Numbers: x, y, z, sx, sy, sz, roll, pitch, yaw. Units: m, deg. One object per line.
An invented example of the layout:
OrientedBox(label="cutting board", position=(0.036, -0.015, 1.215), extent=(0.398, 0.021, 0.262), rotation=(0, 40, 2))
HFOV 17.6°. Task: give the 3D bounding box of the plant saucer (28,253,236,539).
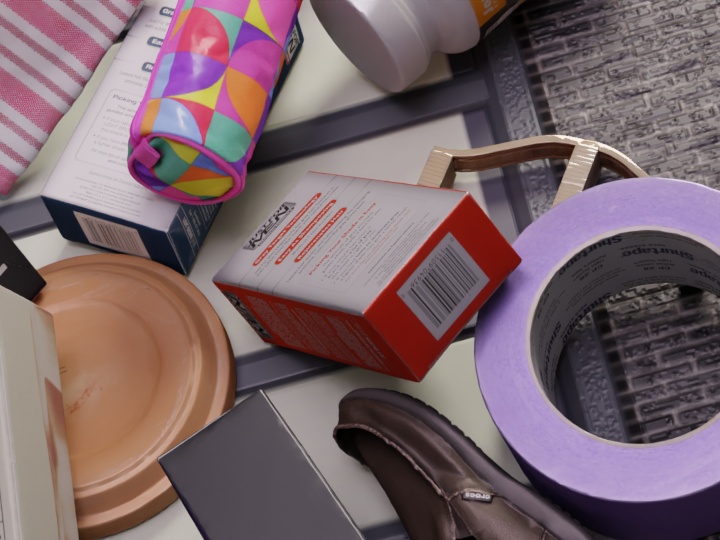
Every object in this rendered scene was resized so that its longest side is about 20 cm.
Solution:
OrientedBox(label="plant saucer", position=(-0.179, 0.075, 1.492), extent=(0.199, 0.032, 0.202), rotation=(-6, 58, 10))

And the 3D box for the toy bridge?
OrientedBox(label="toy bridge", position=(0.138, -0.051, 1.491), extent=(0.199, 0.027, 0.068), rotation=(14, 64, 20))

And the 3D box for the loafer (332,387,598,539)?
OrientedBox(label="loafer", position=(0.053, 0.140, 1.370), extent=(0.199, 0.073, 0.071), rotation=(33, 71, 28))

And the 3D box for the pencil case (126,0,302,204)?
OrientedBox(label="pencil case", position=(-0.092, -0.142, 1.500), extent=(0.088, 0.089, 0.201), rotation=(4, 61, 16))

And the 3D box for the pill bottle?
OrientedBox(label="pill bottle", position=(0.068, -0.218, 1.557), extent=(0.200, 0.117, 0.116), rotation=(-43, 59, -13))

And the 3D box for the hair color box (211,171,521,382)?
OrientedBox(label="hair color box", position=(0.000, 0.000, 1.415), extent=(0.102, 0.061, 0.200), rotation=(-48, 26, -15))

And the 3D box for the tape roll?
OrientedBox(label="tape roll", position=(0.171, 0.053, 1.372), extent=(0.198, 0.085, 0.202), rotation=(-5, 67, 13))

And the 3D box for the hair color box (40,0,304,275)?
OrientedBox(label="hair color box", position=(-0.123, -0.105, 1.568), extent=(0.099, 0.061, 0.201), rotation=(16, 65, 19))

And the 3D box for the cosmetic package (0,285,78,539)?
OrientedBox(label="cosmetic package", position=(-0.235, 0.122, 1.411), extent=(0.103, 0.087, 0.202), rotation=(-13, 71, 17))

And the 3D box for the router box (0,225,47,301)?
OrientedBox(label="router box", position=(-0.305, -0.055, 1.484), extent=(0.149, 0.200, 0.051), rotation=(23, 67, 40))

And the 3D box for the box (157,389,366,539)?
OrientedBox(label="box", position=(-0.022, 0.188, 1.320), extent=(0.079, 0.141, 0.200), rotation=(-34, 57, -5))

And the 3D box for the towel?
OrientedBox(label="towel", position=(-0.238, -0.164, 1.555), extent=(0.200, 0.146, 0.030), rotation=(-53, 24, 9))
